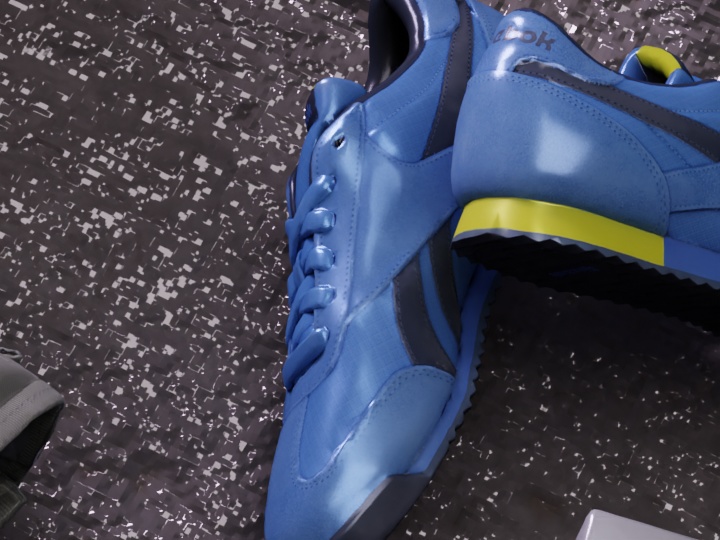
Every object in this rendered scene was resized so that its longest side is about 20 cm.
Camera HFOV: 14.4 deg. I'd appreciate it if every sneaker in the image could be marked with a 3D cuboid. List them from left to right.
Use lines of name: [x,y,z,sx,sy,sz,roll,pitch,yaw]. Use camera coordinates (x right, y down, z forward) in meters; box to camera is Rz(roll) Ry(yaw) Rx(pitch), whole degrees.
sneaker: [0.000,0.000,0.829,0.078,0.066,0.201,33,56,-16]
sneaker: [0.113,-0.020,0.824,0.199,0.066,0.079,19,73,-32]

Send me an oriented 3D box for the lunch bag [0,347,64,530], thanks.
lunch bag: [-0.185,0.045,0.697,0.164,0.118,0.200,35,36,5]

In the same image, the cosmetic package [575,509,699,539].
cosmetic package: [0.080,0.176,0.758,0.101,0.074,0.201,17,63,3]
